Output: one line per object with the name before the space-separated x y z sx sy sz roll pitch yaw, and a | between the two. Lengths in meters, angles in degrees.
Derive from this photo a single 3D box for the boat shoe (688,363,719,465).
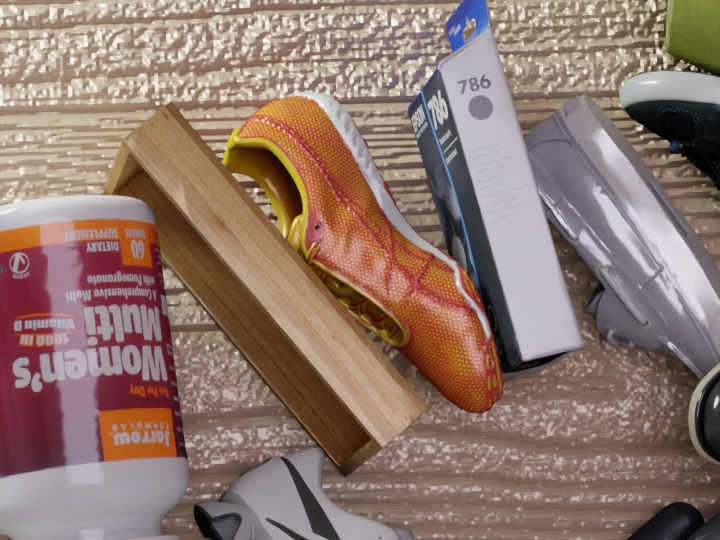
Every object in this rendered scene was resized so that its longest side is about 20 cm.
boat shoe | 0.264 0.074 1.337 0.200 0.063 0.074 1 98 -29

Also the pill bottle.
pill bottle | -0.144 0.070 1.275 0.109 0.110 0.201 -7 81 -11

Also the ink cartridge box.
ink cartridge box | 0.064 -0.045 1.337 0.039 0.099 0.201 -13 82 -10

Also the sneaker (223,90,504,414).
sneaker | 0.000 0.000 1.331 0.077 0.073 0.200 -33 76 -27

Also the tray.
tray | -0.051 0.012 1.304 0.037 0.099 0.200 -40 88 -18

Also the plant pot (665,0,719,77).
plant pot | 0.267 -0.155 1.366 0.199 0.187 0.188 4 79 5

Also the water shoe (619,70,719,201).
water shoe | 0.227 -0.044 1.380 0.199 0.072 0.079 23 82 -4

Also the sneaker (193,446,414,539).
sneaker | 0.007 0.177 1.300 0.088 0.074 0.200 -33 83 -18

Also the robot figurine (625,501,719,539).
robot figurine | 0.196 0.198 1.307 0.200 0.125 0.150 -42 95 -14

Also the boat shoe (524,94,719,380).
boat shoe | 0.150 0.004 1.364 0.068 0.072 0.200 -34 100 15
